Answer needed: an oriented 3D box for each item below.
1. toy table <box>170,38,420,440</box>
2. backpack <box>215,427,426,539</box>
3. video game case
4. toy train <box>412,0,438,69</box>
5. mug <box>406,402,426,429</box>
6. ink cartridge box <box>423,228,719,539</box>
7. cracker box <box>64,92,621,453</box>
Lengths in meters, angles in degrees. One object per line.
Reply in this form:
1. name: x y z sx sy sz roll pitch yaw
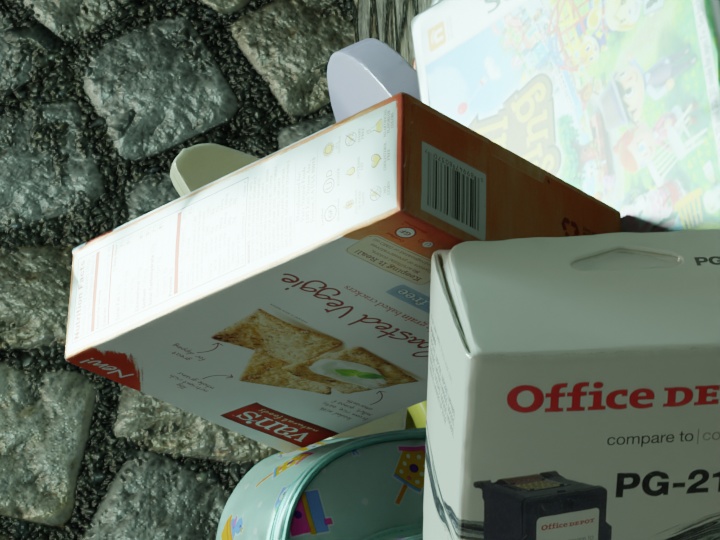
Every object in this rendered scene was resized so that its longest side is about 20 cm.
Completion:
1. toy table: 0.000 0.000 1.390 0.200 0.117 0.184 56 161 23
2. backpack: 0.025 0.166 1.279 0.153 0.175 0.201 149 119 -67
3. video game case: 0.097 -0.057 1.231 0.182 0.022 0.201 -30 57 42
4. toy train: 0.079 -0.095 1.601 0.200 0.085 0.114 29 -120 -68
5. mug: 0.068 0.034 1.554 0.187 0.153 0.150 141 129 -85
6. ink cartridge box: 0.101 0.092 1.126 0.084 0.144 0.201 -104 13 -60
7. cracker box: -0.008 0.007 1.198 0.200 0.134 0.058 -23 55 40
